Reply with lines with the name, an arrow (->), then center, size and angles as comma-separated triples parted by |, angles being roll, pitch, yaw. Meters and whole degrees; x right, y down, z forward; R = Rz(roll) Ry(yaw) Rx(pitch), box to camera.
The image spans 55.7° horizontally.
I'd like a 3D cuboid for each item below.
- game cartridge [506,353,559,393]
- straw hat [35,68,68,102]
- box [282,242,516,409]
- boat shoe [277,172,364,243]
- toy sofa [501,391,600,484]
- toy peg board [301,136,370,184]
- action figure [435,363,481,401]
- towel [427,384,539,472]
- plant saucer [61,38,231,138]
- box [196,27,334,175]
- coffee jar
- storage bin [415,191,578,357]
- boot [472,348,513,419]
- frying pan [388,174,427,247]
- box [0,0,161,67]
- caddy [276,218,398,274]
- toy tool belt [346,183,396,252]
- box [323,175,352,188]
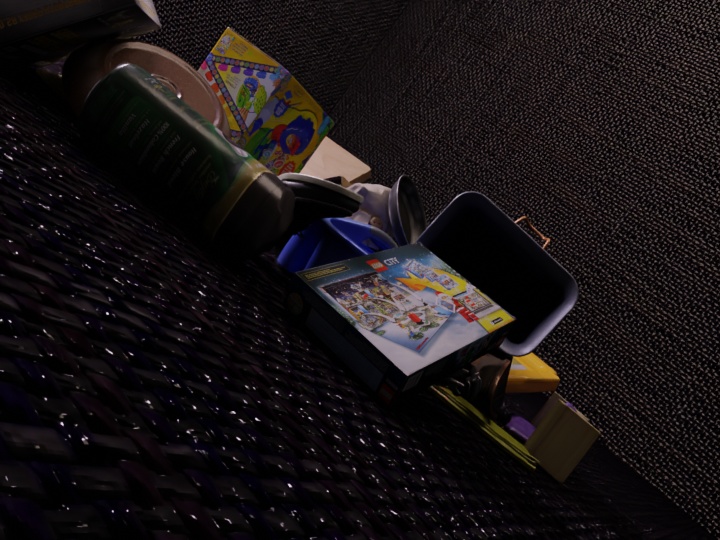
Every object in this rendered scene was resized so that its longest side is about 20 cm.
game cartridge -> 0.180, 0.125, 1.029 | 0.197, 0.033, 0.176 | 4, 23, -32
straw hat -> -0.279, -0.212, 0.828 | 0.200, 0.086, 0.201 | 38, 3, -3
box -> 0.043, 0.039, 0.634 | 0.136, 0.038, 0.199 | 40, 31, 26
boat shoe -> -0.081, -0.063, 0.713 | 0.197, 0.067, 0.074 | 12, -9, 35
toy sofa -> 0.257, 0.211, 0.931 | 0.097, 0.083, 0.200 | 40, 4, 16
toy peg board -> -0.117, -0.151, 1.231 | 0.199, 0.198, 0.099 | 39, -34, 32
action figure -> 0.078, 0.078, 0.711 | 0.129, 0.070, 0.199 | 37, 29, 17
towel -> 0.121, 0.155, 0.796 | 0.199, 0.018, 0.086 | 39, 5, 0
plant saucer -> -0.221, -0.188, 0.749 | 0.199, 0.037, 0.202 | 29, 38, -25
box -> -0.165, -0.204, 1.001 | 0.121, 0.194, 0.200 | 38, 4, 18
coffee jar -> -0.152, -0.093, 0.627 | 0.199, 0.086, 0.104 | 38, 3, 2
storage bin -> 0.184, 0.004, 0.907 | 0.200, 0.146, 0.134 | 45, 3, 14
boot -> 0.134, 0.127, 0.842 | 0.095, 0.076, 0.200 | 14, 7, 14
frying pan -> 0.080, -0.070, 0.956 | 0.189, 0.030, 0.117 | 3, 77, -67
box -> -0.304, -0.267, 0.721 | 0.200, 0.156, 0.049 | -128, -160, -74
caddy -> 0.000, 0.000, 0.803 | 0.199, 0.106, 0.141 | 35, 4, -38
toy tool belt -> -0.023, -0.036, 0.974 | 0.123, 0.125, 0.199 | 1, -16, -37
box -> -0.067, -0.090, 1.042 | 0.200, 0.161, 0.022 | 30, 50, -68
